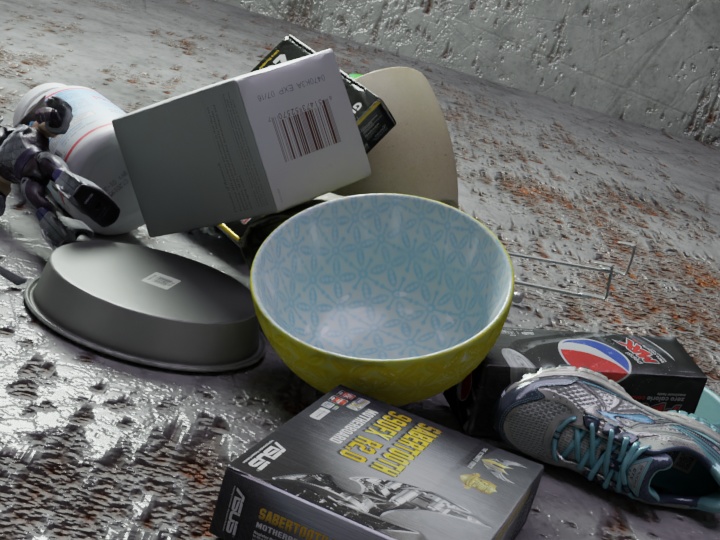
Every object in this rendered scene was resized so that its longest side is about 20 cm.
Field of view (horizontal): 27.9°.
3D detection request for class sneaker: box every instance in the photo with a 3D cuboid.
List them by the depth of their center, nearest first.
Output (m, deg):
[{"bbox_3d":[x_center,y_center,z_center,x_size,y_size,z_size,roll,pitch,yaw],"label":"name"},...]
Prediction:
[{"bbox_3d":[0.198,0.132,1.100,0.199,0.078,0.086,14,19,-8],"label":"sneaker"}]

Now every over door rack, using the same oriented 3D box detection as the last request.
[{"bbox_3d":[0.169,0.014,1.462,0.199,0.067,0.148,-1,10,19],"label":"over door rack"}]

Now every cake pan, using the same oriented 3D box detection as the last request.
[{"bbox_3d":[-0.168,0.024,1.169,0.199,0.037,0.200,16,15,-4],"label":"cake pan"}]

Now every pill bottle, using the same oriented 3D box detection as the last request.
[{"bbox_3d":[-0.270,-0.117,1.420,0.108,0.109,0.200,5,19,-35],"label":"pill bottle"}]

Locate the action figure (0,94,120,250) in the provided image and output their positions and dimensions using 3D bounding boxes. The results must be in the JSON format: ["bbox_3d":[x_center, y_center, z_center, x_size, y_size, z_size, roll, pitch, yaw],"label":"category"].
[{"bbox_3d":[-0.285,-0.086,1.285,0.069,0.131,0.200,20,16,-49],"label":"action figure"}]

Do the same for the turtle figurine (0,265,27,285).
[{"bbox_3d":[-0.371,-0.046,1.141,0.193,0.201,0.144,-16,53,-27],"label":"turtle figurine"}]

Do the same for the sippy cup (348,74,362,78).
[{"bbox_3d":[-0.062,-0.187,1.864,0.130,0.140,0.178,1,-20,-13],"label":"sippy cup"}]

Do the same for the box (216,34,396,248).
[{"bbox_3d":[-0.087,-0.125,1.457,0.160,0.200,0.049,40,-8,40],"label":"box"}]

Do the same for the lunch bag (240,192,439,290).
[{"bbox_3d":[0.000,0.000,1.277,0.199,0.118,0.164,24,17,8],"label":"lunch bag"}]

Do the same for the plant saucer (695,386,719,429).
[{"bbox_3d":[0.256,0.115,1.308,0.199,0.028,0.200,15,16,-4],"label":"plant saucer"}]

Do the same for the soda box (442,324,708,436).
[{"bbox_3d":[0.173,0.092,1.173,0.199,0.071,0.063,4,28,-19],"label":"soda box"}]

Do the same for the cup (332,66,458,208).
[{"bbox_3d":[0.026,-0.098,1.563,0.200,0.200,0.144,-4,53,-51],"label":"cup"}]

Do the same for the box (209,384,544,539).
[{"bbox_3d":[0.017,0.144,0.920,0.158,0.049,0.200,20,16,16],"label":"box"}]

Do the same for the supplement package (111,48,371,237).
[{"bbox_3d":[-0.108,-0.109,1.281,0.117,0.118,0.199,-26,11,-40],"label":"supplement package"}]

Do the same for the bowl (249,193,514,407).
[{"bbox_3d":[0.017,0.042,1.119,0.199,0.108,0.201,0,39,0],"label":"bowl"}]
